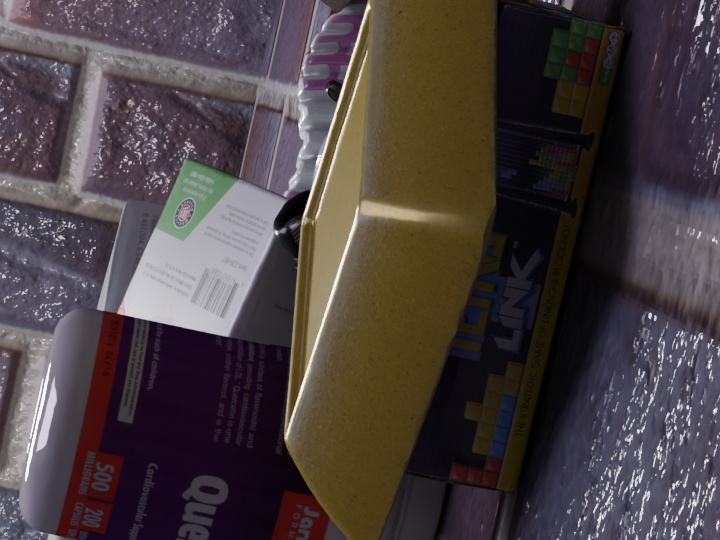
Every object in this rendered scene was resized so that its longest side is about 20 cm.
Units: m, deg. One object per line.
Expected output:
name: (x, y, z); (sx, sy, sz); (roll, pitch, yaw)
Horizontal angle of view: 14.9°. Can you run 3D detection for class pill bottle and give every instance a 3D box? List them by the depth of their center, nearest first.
pill bottle: (-0.061, 0.090, 1.352); (0.112, 0.200, 0.113); (-168, 90, -84)

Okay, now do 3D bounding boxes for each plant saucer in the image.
plant saucer: (0.009, -0.019, 1.148); (0.200, 0.048, 0.200); (-86, 10, -47)

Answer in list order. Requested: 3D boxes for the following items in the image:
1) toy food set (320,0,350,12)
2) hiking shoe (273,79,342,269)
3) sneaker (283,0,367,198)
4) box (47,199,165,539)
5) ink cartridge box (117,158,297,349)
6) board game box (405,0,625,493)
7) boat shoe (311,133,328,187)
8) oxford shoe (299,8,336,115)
toy food set: (0.008, -0.243, 1.729); (0.144, 0.060, 0.200); (-48, 12, 9)
hiking shoe: (0.000, 0.000, 1.432); (0.076, 0.101, 0.200); (-100, 23, -75)
sneaker: (0.002, -0.076, 1.713); (0.088, 0.080, 0.200); (48, -124, -69)
box: (-0.103, 0.096, 1.837); (0.199, 0.171, 0.200); (111, 170, -54)
ink cartridge box: (-0.077, 0.055, 1.519); (0.145, 0.087, 0.200); (23, 87, 60)
board game box: (0.054, -0.020, 1.206); (0.165, 0.057, 0.200); (-117, 39, -81)
boat shoe: (0.005, -0.019, 1.601); (0.071, 0.072, 0.200); (34, 104, 48)
oxford shoe: (0.005, -0.147, 1.891); (0.074, 0.071, 0.200); (71, -152, -60)
